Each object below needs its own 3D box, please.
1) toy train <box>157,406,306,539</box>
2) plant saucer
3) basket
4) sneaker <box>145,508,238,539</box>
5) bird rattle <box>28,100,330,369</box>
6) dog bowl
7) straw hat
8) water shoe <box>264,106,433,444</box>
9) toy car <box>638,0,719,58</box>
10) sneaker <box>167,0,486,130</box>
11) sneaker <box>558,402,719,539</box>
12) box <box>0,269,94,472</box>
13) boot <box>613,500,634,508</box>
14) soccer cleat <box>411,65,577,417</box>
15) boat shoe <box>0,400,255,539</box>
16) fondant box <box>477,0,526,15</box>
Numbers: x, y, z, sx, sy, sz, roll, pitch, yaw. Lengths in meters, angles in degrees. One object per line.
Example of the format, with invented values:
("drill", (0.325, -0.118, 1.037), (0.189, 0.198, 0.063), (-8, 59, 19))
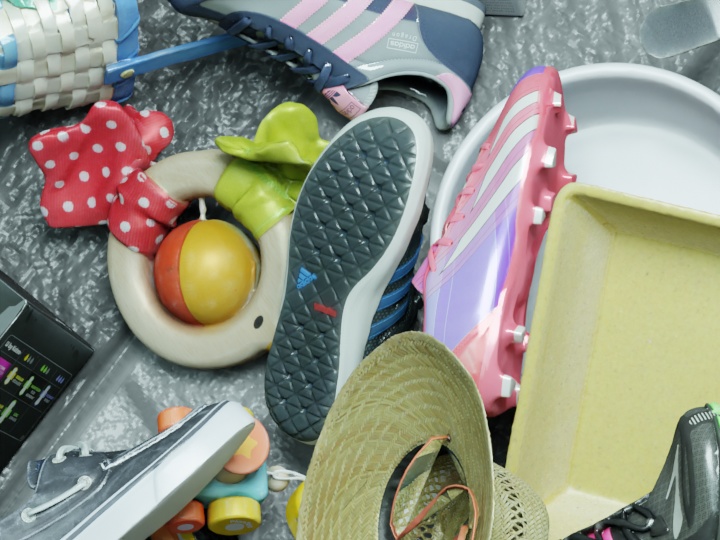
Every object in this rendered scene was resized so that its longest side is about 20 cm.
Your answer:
("toy train", (-0.050, 0.156, 1.239), (0.200, 0.056, 0.150), (40, 53, -1))
("plant saucer", (0.184, 0.067, 1.170), (0.199, 0.048, 0.201), (14, 106, 17))
("basket", (-0.167, -0.187, 1.380), (0.199, 0.139, 0.177), (-23, 69, -24))
("sneaker", (-0.104, 0.212, 1.285), (0.090, 0.070, 0.201), (-25, 69, 21))
("bird rattle", (-0.100, -0.023, 1.334), (0.199, 0.113, 0.164), (-3, 89, 15))
("dog bowl", (0.143, -0.011, 1.281), (0.199, 0.079, 0.201), (-4, 73, 12))
("straw hat", (0.049, 0.134, 1.156), (0.085, 0.201, 0.202), (13, 72, -26))
("water shoe", (0.000, 0.000, 1.281), (0.071, 0.079, 0.201), (28, 108, 26))
("toy car", (0.260, -0.151, 1.254), (0.199, 0.158, 0.165), (9, 67, 16))
("sneaker", (-0.021, -0.133, 1.326), (0.199, 0.070, 0.083), (7, 82, -15))
("sneaker", (0.134, 0.155, 1.132), (0.083, 0.077, 0.201), (21, 107, -8))
("box", (-0.285, 0.070, 1.332), (0.148, 0.124, 0.200), (36, 85, 19))
("boot", (0.142, 0.211, 1.222), (0.144, 0.072, 0.200), (-42, 61, -1))
("soccer cleat", (0.067, -0.018, 1.227), (0.076, 0.067, 0.201), (7, 78, 20))
("boat shoe", (-0.148, 0.123, 1.193), (0.200, 0.072, 0.068), (-38, 80, -1))
("fondant box", (0.014, -0.214, 1.306), (0.143, 0.200, 0.059), (4, 73, 14))
